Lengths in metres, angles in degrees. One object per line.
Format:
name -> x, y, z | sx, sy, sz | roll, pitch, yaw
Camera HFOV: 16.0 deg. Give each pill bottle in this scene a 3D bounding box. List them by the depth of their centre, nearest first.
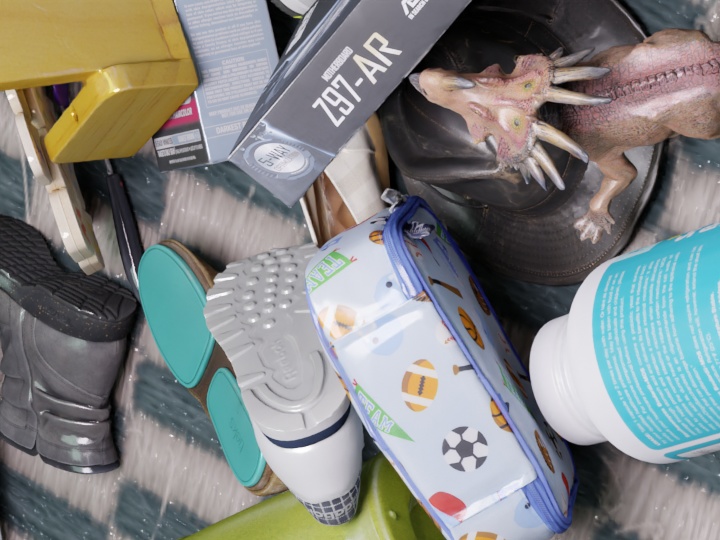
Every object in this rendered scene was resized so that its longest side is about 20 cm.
pill bottle -> 0.181, 0.033, 1.289 | 0.200, 0.111, 0.111 | -20, 82, 42

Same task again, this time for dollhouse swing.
dollhouse swing -> -0.215, -0.165, 1.476 | 0.182, 0.175, 0.201 | -37, 71, 61

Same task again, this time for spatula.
spatula -> -0.171, -0.074, 1.651 | 0.020, 0.057, 0.201 | -22, 86, 0

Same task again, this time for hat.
hat -> 0.068, -0.085, 1.398 | 0.200, 0.081, 0.202 | 6, 99, 41

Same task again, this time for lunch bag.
lunch bag -> 0.046, 0.053, 1.371 | 0.075, 0.160, 0.201 | -28, 94, 13

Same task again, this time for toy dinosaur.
toy dinosaur -> 0.139, -0.089, 1.277 | 0.199, 0.136, 0.086 | -24, 72, 12

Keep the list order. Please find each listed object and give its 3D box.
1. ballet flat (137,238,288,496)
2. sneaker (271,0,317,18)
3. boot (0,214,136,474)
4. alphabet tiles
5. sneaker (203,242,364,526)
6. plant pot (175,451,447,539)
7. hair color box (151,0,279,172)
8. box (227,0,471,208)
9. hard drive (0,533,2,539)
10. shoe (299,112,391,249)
ballet flat -> -0.068, 0.057, 1.540 | 0.200, 0.072, 0.068 | 55, 130, 41
sneaker -> -0.030, -0.251, 1.481 | 0.076, 0.075, 0.201 | -11, 98, 35
boot -> -0.231, 0.049, 1.704 | 0.200, 0.070, 0.132 | 33, 122, 40
alphabet tiles -> -0.201, -0.098, 1.601 | 0.015, 0.196, 0.201 | -20, 80, -1
sneaker -> -0.037, 0.058, 1.424 | 0.076, 0.200, 0.081 | -18, 123, 6
plant pot -> -0.015, 0.201, 1.454 | 0.193, 0.200, 0.201 | -39, 69, 26
hair color box -> -0.101, -0.164, 1.522 | 0.099, 0.060, 0.201 | 176, 81, -68
box -> 0.013, -0.140, 1.352 | 0.043, 0.200, 0.160 | 38, 118, -9
hard drive -> -0.300, 0.123, 1.766 | 0.132, 0.027, 0.201 | 19, 122, 43
shoe -> 0.000, 0.000, 1.485 | 0.070, 0.053, 0.201 | -18, 88, 44
